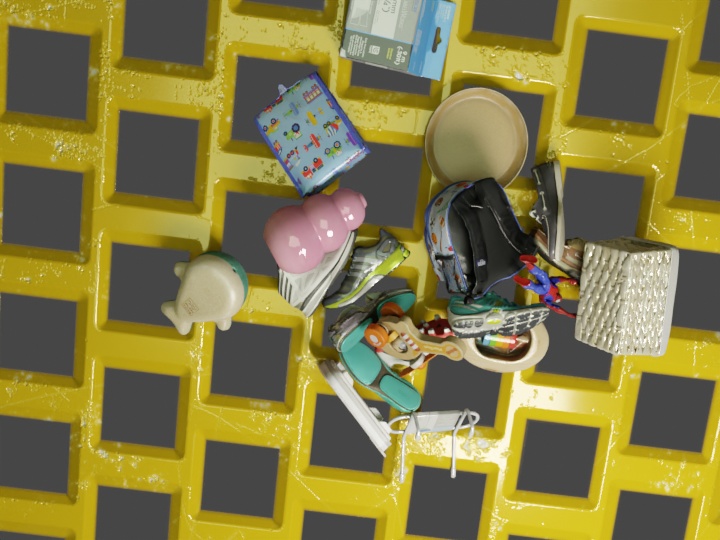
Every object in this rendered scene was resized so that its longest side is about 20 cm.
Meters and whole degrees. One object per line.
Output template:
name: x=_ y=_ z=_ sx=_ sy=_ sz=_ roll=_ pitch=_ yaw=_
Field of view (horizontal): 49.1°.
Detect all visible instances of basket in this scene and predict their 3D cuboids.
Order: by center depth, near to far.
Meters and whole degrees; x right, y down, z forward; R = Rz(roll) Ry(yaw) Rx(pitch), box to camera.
basket: x=0.479 y=0.045 z=1.434 sx=0.121 sy=0.135 sz=0.206 roll=0 pitch=101 yaw=-28

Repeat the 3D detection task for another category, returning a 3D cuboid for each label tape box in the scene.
label tape box: x=0.070 y=-0.443 z=1.443 sx=0.195 sy=0.063 sz=0.148 roll=12 pitch=101 yaw=-1

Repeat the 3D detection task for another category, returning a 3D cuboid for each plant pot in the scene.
plant pot: x=0.219 y=-0.242 z=1.497 sx=0.194 sy=0.028 sz=0.206 roll=0 pitch=99 yaw=0

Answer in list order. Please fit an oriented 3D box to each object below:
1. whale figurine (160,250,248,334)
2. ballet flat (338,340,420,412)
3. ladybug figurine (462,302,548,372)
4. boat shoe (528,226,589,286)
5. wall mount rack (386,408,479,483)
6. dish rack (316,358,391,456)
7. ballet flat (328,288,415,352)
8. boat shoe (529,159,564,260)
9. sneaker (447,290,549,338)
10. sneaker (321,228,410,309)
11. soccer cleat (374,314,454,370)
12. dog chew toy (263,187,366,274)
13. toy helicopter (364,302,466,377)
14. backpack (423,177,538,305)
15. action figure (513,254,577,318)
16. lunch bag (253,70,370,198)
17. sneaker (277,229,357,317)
whale figurine: x=-0.299 y=0.043 z=1.528 sx=0.199 sy=0.104 sz=0.160 roll=-36 pitch=98 yaw=31
ballet flat: x=0.031 y=0.211 z=1.549 sx=0.199 sy=0.070 sz=0.068 roll=39 pitch=72 yaw=-1
ladybug figurine: x=0.267 y=0.124 z=1.539 sx=0.195 sy=0.072 sz=0.139 roll=13 pitch=99 yaw=-2
boat shoe: x=0.410 y=-0.027 z=1.517 sx=0.198 sy=0.076 sz=0.075 roll=35 pitch=93 yaw=-14
wall mount rack: x=0.145 y=0.344 z=1.570 sx=0.195 sy=0.076 sz=0.176 roll=-1 pitch=138 yaw=-14
dish rack: x=-0.007 y=0.253 z=1.518 sx=0.043 sy=0.172 sz=0.201 roll=-38 pitch=98 yaw=-4
ballet flat: x=0.016 y=0.079 z=1.523 sx=0.198 sy=0.072 sz=0.073 roll=-32 pitch=101 yaw=-24
boat shoe: x=0.347 y=-0.110 z=1.469 sx=0.061 sy=0.073 sz=0.205 roll=-3 pitch=65 yaw=18
sneaker: x=0.256 y=0.072 z=1.461 sx=0.194 sy=0.081 sz=0.078 roll=-1 pitch=145 yaw=-10
sneaker: x=0.000 y=0.000 z=1.527 sx=0.199 sy=0.074 sz=0.081 roll=-39 pitch=89 yaw=1
soccer cleat: x=0.119 y=0.146 z=1.529 sx=0.196 sy=0.069 sz=0.087 roll=-16 pitch=112 yaw=27
dog chew toy: x=-0.078 y=-0.082 z=1.443 sx=0.197 sy=0.124 sz=0.126 roll=-31 pitch=99 yaw=-5
toy helicopter: x=0.109 y=0.140 z=1.443 sx=0.197 sy=0.079 sz=0.134 roll=5 pitch=130 yaw=39
backpack: x=0.206 y=-0.069 z=1.448 sx=0.198 sy=0.153 sz=0.194 roll=-31 pitch=113 yaw=-30
action figure: x=0.361 y=0.035 z=1.464 sx=0.097 sy=0.199 sz=0.067 roll=19 pitch=84 yaw=31
lunch bag: x=-0.098 y=-0.262 z=1.472 sx=0.149 sy=0.094 sz=0.202 roll=-35 pitch=89 yaw=9
sneaker: x=-0.093 y=-0.020 z=1.513 sx=0.114 sy=0.076 sz=0.203 roll=32 pitch=101 yaw=-7
